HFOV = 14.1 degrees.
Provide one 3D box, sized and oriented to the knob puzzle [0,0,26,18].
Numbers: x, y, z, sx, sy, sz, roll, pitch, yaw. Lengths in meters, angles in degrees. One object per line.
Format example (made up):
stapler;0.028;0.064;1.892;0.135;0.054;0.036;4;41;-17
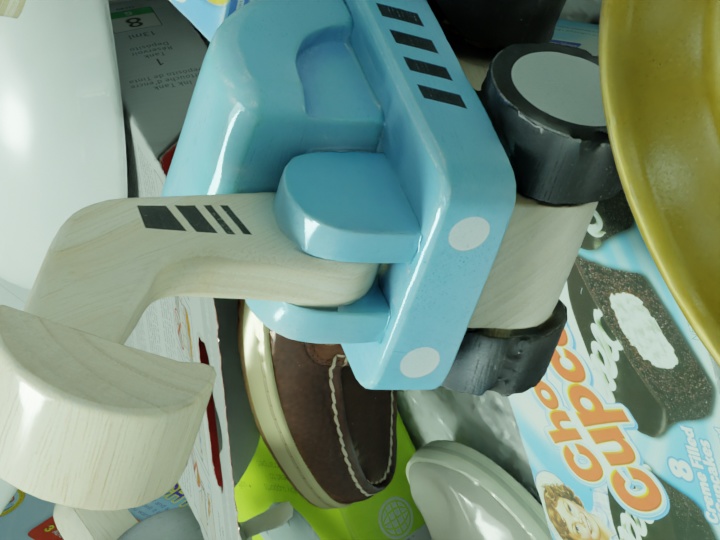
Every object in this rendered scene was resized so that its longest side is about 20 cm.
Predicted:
knob puzzle;-0.088;-0.176;0.908;0.220;0.030;0.220;-172;90;-76

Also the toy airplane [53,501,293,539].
toy airplane;-0.028;0.169;1.071;0.200;0.141;0.199;47;-178;-19

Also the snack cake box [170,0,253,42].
snack cake box;-0.005;-0.168;0.822;0.067;0.115;0.200;47;151;19

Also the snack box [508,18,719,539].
snack box;0.087;0.016;0.939;0.116;0.037;0.200;15;130;52

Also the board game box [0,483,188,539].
board game box;-0.145;0.161;1.287;0.200;0.196;0.056;23;136;48

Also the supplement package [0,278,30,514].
supplement package;-0.224;0.007;1.218;0.200;0.111;0.156;37;170;-19

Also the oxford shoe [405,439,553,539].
oxford shoe;0.066;0.157;1.095;0.075;0.058;0.200;-10;108;63

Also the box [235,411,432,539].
box;0.004;0.140;1.187;0.122;0.048;0.200;-1;116;59

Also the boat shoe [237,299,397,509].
boat shoe;0.000;0.000;1.021;0.072;0.072;0.200;4;119;20

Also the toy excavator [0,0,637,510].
toy excavator;-0.023;-0.013;0.801;0.194;0.200;0.100;-113;32;-44

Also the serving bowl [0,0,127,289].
serving bowl;-0.143;-0.084;1.099;0.200;0.066;0.200;169;90;-75

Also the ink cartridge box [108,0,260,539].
ink cartridge box;-0.056;0.009;1.067;0.200;0.050;0.161;-126;26;-55

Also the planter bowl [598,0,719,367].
planter bowl;0.159;-0.030;0.729;0.200;0.083;0.200;39;146;33
